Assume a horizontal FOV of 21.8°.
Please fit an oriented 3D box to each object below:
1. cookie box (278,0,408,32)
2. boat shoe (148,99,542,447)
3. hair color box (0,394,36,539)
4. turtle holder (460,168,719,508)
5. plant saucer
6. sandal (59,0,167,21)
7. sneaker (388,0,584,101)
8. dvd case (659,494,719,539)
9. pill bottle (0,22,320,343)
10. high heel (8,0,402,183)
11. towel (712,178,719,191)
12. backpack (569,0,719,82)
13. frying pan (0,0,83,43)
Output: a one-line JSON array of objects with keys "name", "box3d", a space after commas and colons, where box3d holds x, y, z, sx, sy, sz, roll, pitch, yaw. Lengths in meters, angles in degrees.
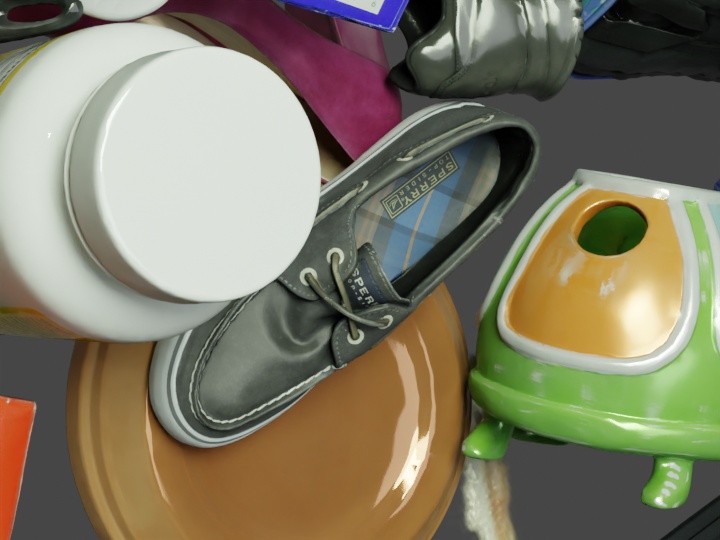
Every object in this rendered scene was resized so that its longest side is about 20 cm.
[{"name": "cookie box", "box3d": [-0.017, -0.211, 0.697, 0.075, 0.200, 0.172, 14, 114, -29]}, {"name": "boat shoe", "box3d": [0.000, 0.000, 0.768, 0.200, 0.066, 0.070, -38, 109, -21]}, {"name": "hair color box", "box3d": [-0.227, 0.053, 0.658, 0.198, 0.101, 0.062, 14, 83, -30]}, {"name": "turtle holder", "box3d": [0.135, 0.027, 0.844, 0.184, 0.140, 0.133, 5, 95, -37]}, {"name": "plant saucer", "box3d": [-0.030, 0.059, 0.813, 0.198, 0.037, 0.203, 0, 89, -31]}, {"name": "sandal", "box3d": [-0.125, -0.160, 0.702, 0.079, 0.206, 0.059, -48, 155, -3]}, {"name": "sneaker", "box3d": [0.030, -0.166, 0.811, 0.090, 0.076, 0.202, -10, 72, -20]}, {"name": "dvd case", "box3d": [0.159, 0.142, 0.852, 0.142, 0.201, 0.018, -30, 65, -27]}, {"name": "pill bottle", "box3d": [-0.097, -0.030, 0.678, 0.110, 0.199, 0.113, 0, 91, -31]}, {"name": "high heel", "box3d": [-0.065, -0.079, 0.777, 0.199, 0.067, 0.097, 2, 78, -44]}, {"name": "towel", "box3d": [0.216, 0.060, 0.889, 0.024, 0.145, 0.202, -15, 104, -15]}, {"name": "backpack", "box3d": [0.169, -0.169, 0.856, 0.198, 0.183, 0.148, -9, 71, -32]}, {"name": "frying pan", "box3d": [-0.199, -0.093, 0.667, 0.189, 0.031, 0.116, -27, 80, 4]}]
